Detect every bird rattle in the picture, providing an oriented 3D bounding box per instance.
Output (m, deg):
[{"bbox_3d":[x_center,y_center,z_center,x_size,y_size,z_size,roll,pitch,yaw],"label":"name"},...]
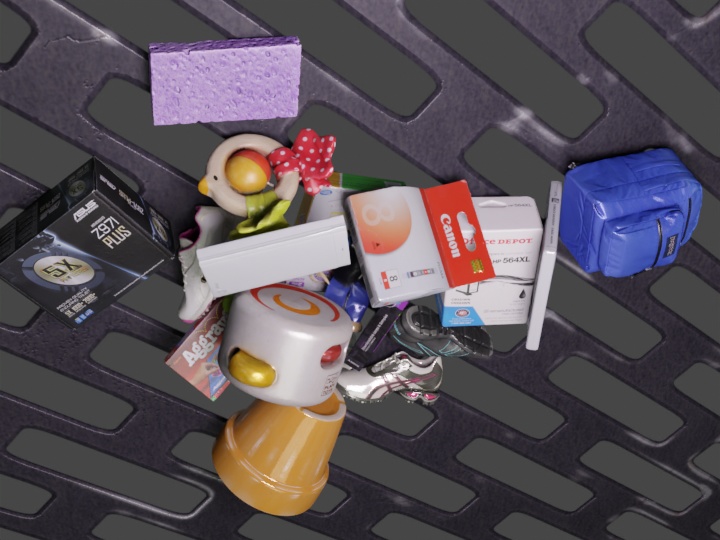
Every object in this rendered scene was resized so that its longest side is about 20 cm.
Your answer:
[{"bbox_3d":[-0.130,-0.130,1.479,0.162,0.201,0.113,28,159,2],"label":"bird rattle"}]

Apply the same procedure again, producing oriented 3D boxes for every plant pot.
[{"bbox_3d":[-0.120,0.270,1.788,0.199,0.201,0.184,17,119,-28],"label":"plant pot"}]

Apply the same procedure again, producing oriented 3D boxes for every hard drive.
[{"bbox_3d":[-0.115,-0.018,1.469,0.199,0.026,0.132,-14,158,-3],"label":"hard drive"}]

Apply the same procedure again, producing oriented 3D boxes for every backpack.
[{"bbox_3d":[0.431,-0.083,1.669,0.199,0.168,0.163,-17,140,-14],"label":"backpack"}]

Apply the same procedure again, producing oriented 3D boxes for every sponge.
[{"bbox_3d":[-0.180,-0.253,1.433,0.199,0.030,0.112,-6,131,-13],"label":"sponge"}]

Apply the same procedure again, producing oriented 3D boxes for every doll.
[{"bbox_3d":[0.000,0.000,1.635,0.136,0.049,0.201,5,122,-21],"label":"doll"}]

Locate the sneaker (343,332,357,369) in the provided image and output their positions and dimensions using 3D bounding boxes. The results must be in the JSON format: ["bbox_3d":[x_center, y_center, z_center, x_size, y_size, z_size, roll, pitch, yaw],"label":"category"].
[{"bbox_3d":[-0.098,0.132,1.754,0.199,0.080,0.071,-8,133,-8],"label":"sneaker"}]

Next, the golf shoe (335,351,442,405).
[{"bbox_3d":[0.045,0.177,1.845,0.199,0.077,0.089,2,116,-18],"label":"golf shoe"}]

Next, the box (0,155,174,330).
[{"bbox_3d":[-0.391,-0.035,1.519,0.199,0.086,0.164,-34,130,13],"label":"box"}]

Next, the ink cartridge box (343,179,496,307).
[{"bbox_3d":[0.090,-0.045,1.554,0.199,0.163,0.050,-13,168,-14],"label":"ink cartridge box"}]

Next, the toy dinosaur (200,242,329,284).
[{"bbox_3d":[-0.135,-0.022,1.565,0.199,0.058,0.101,-2,142,-21],"label":"toy dinosaur"}]

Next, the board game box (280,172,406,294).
[{"bbox_3d":[-0.027,-0.053,1.642,0.152,0.040,0.201,6,127,-21],"label":"board game box"}]

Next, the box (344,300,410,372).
[{"bbox_3d":[0.051,0.053,1.668,0.036,0.143,0.200,35,134,0],"label":"box"}]

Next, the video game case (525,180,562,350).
[{"bbox_3d":[0.288,-0.008,1.685,0.023,0.182,0.201,8,131,7],"label":"video game case"}]

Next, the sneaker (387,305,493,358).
[{"bbox_3d":[0.136,0.110,1.824,0.199,0.076,0.079,20,142,-28],"label":"sneaker"}]

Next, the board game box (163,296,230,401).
[{"bbox_3d":[-0.198,0.094,1.648,0.103,0.019,0.200,42,86,-23],"label":"board game box"}]

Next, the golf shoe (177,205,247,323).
[{"bbox_3d":[-0.240,-0.013,1.600,0.091,0.075,0.201,21,113,-21],"label":"golf shoe"}]

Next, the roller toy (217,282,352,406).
[{"bbox_3d":[-0.111,0.112,1.567,0.181,0.200,0.141,12,107,-20],"label":"roller toy"}]

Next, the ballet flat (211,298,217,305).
[{"bbox_3d":[-0.155,0.076,1.713,0.199,0.068,0.062,15,153,-23],"label":"ballet flat"}]

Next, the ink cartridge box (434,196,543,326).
[{"bbox_3d":[0.200,-0.013,1.705,0.145,0.085,0.201,-2,131,-4],"label":"ink cartridge box"}]
